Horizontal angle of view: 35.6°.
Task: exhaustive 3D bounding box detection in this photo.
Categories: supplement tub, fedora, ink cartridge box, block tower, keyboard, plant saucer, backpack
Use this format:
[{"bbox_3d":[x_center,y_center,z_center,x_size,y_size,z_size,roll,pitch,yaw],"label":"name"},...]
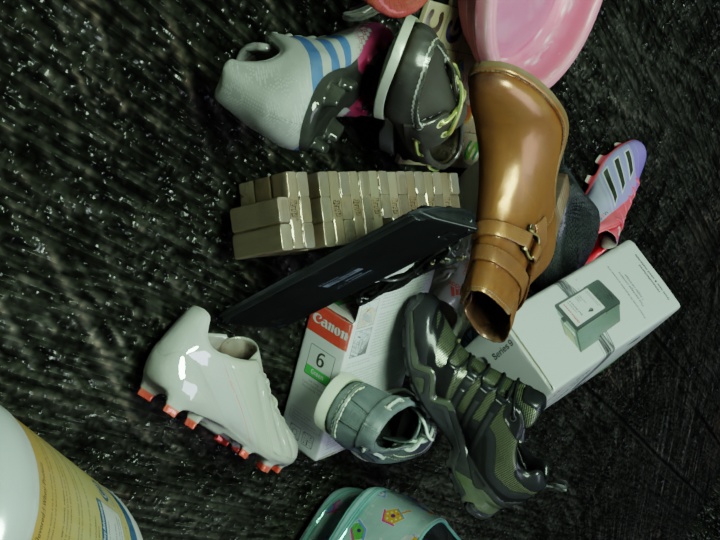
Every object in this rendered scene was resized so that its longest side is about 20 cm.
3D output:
[{"bbox_3d":[-0.218,0.154,0.617,0.145,0.144,0.201,-51,149,-16],"label":"supplement tub"},{"bbox_3d":[0.180,-0.045,1.108,0.200,0.091,0.203,-37,142,-36],"label":"fedora"},{"bbox_3d":[0.001,0.055,0.964,0.108,0.050,0.203,-14,125,-51],"label":"ink cartridge box"},{"bbox_3d":[-0.002,-0.043,0.829,0.198,0.057,0.055,-6,88,-46],"label":"block tower"},{"bbox_3d":[0.000,0.000,0.821,0.198,0.021,0.126,-26,159,32],"label":"keyboard"},{"bbox_3d":[0.142,-0.246,0.919,0.200,0.050,0.203,-36,138,-39],"label":"plant saucer"},{"bbox_3d":[0.013,0.298,1.078,0.177,0.152,0.200,-55,159,-14],"label":"backpack"},{"bbox_3d":[0.181,0.072,1.053,0.198,0.085,0.146,-26,163,-36],"label":"ink cartridge box"}]

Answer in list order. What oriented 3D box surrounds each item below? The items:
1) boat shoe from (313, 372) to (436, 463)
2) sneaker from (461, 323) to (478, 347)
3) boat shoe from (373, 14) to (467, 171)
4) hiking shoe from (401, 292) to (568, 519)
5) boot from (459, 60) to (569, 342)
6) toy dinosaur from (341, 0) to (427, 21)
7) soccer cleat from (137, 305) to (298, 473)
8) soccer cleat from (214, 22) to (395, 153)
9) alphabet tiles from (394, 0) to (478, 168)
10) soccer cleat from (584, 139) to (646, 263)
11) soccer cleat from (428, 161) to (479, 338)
[{"bbox_3d":[0.028,0.139,0.961,0.074,0.061,0.200,-61,151,-3],"label":"boat shoe"},{"bbox_3d":[0.144,0.081,1.154,0.199,0.095,0.080,-24,133,-46],"label":"sneaker"},{"bbox_3d":[0.049,-0.122,0.798,0.201,0.060,0.073,66,48,-81],"label":"boat shoe"},{"bbox_3d":[0.105,0.104,0.947,0.203,0.099,0.076,67,18,-8],"label":"hiking shoe"},{"bbox_3d":[0.108,-0.051,0.892,0.157,0.076,0.201,-64,152,-26],"label":"boot"},{"bbox_3d":[0.060,-0.235,0.729,0.106,0.197,0.183,57,33,-40],"label":"toy dinosaur"},{"bbox_3d":[-0.090,0.095,0.844,0.078,0.069,0.200,-58,147,-10],"label":"soccer cleat"},{"bbox_3d":[-0.032,-0.136,0.748,0.200,0.085,0.071,-52,164,-65],"label":"soccer cleat"},{"bbox_3d":[0.093,-0.168,0.961,0.199,0.006,0.169,-4,118,-55],"label":"alphabet tiles"},{"bbox_3d":[0.273,-0.066,1.249,0.200,0.076,0.067,-46,146,-24],"label":"soccer cleat"},{"bbox_3d":[0.091,-0.003,1.012,0.078,0.068,0.203,-41,153,-68],"label":"soccer cleat"}]
